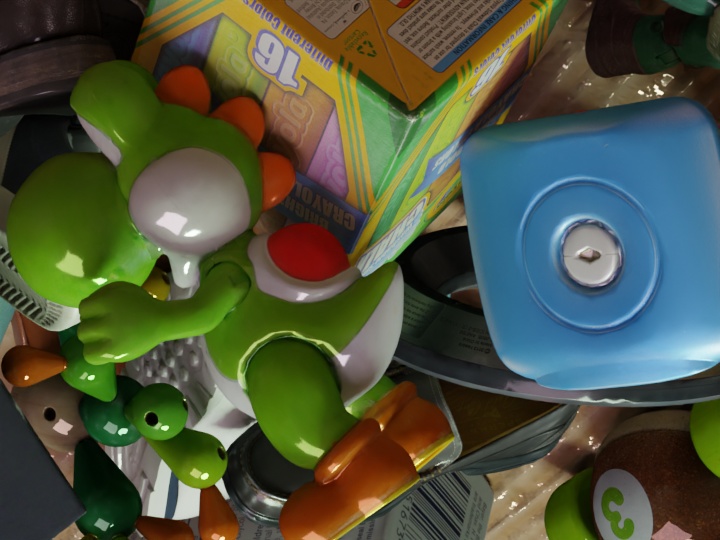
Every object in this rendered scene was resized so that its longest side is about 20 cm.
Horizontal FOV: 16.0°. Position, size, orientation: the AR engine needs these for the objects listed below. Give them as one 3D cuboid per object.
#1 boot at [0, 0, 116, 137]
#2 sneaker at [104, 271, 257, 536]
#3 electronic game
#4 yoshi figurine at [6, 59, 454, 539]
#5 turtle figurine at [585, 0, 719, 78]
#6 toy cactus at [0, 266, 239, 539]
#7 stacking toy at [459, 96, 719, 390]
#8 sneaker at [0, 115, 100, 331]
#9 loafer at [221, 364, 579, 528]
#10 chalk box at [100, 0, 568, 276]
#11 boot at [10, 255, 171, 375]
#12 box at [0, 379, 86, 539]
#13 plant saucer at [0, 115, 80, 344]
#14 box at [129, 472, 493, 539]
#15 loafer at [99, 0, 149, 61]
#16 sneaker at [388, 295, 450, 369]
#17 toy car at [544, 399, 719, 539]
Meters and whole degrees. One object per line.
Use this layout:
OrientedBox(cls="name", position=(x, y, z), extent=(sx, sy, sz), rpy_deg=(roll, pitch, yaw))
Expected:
OrientedBox(cls="boot", position=(-0.171, -0.143, 1.061), extent=(0.199, 0.175, 0.069), rpy_deg=(-11, 176, 38))
OrientedBox(cls="sneaker", position=(-0.071, 0.057, 1.287), extent=(0.080, 0.077, 0.200), rpy_deg=(-10, 151, -24))
OrientedBox(cls="electronic game", position=(0.094, 0.020, 1.152), extent=(0.199, 0.200, 0.042), rpy_deg=(8, 108, 11))
OrientedBox(cls="yoshi figurine", position=(-0.062, 0.017, 0.985), extent=(0.200, 0.112, 0.112), rpy_deg=(54, 153, 1))
OrientedBox(cls="turtle figurine", position=(0.174, -0.111, 1.010), extent=(0.199, 0.101, 0.150), rpy_deg=(5, 135, 30))
OrientedBox(cls="toy cactus", position=(-0.133, 0.073, 1.234), extent=(0.165, 0.102, 0.201), rpy_deg=(2, 109, 62))
OrientedBox(cls="stacking toy", position=(0.135, -0.026, 1.078), extent=(0.116, 0.200, 0.110), rpy_deg=(-8, 99, 30))
OrientedBox(cls="sneaker", position=(-0.166, -0.049, 1.176), extent=(0.200, 0.084, 0.075), rpy_deg=(37, 148, 30))
OrientedBox(cls="loafer", position=(0.025, 0.074, 1.268), extent=(0.199, 0.073, 0.072), rpy_deg=(-17, 163, -30))
OrientedBox(cls="chalk box", position=(-0.017, -0.069, 1.051), extent=(0.124, 0.124, 0.200), rpy_deg=(38, 144, 10))
OrientedBox(cls="boot", position=(-0.118, -0.003, 1.299), extent=(0.155, 0.077, 0.200), rpy_deg=(-25, 121, 38))
OrientedBox(cls="box", position=(-0.235, 0.043, 1.132), extent=(0.183, 0.104, 0.200), rpy_deg=(61, 165, -22))
OrientedBox(cls="plant saucer", position=(-0.175, -0.045, 1.227), extent=(0.070, 0.019, 0.201), rpy_deg=(31, 122, 5))
OrientedBox(cls="box", position=(-0.048, 0.179, 1.408), extent=(0.199, 0.185, 0.105), rpy_deg=(-8, 140, 30))
OrientedBox(cls="loafer", position=(-0.162, -0.116, 1.133), extent=(0.199, 0.076, 0.068), rpy_deg=(12, 164, 8))
OrientedBox(cls="sneaker", position=(0.000, 0.000, 1.249), extent=(0.086, 0.075, 0.200), rpy_deg=(-1, 158, 4))
OrientedBox(cls="toy car", position=(0.178, 0.184, 1.309), extent=(0.157, 0.201, 0.164), rpy_deg=(29, 142, -17))
